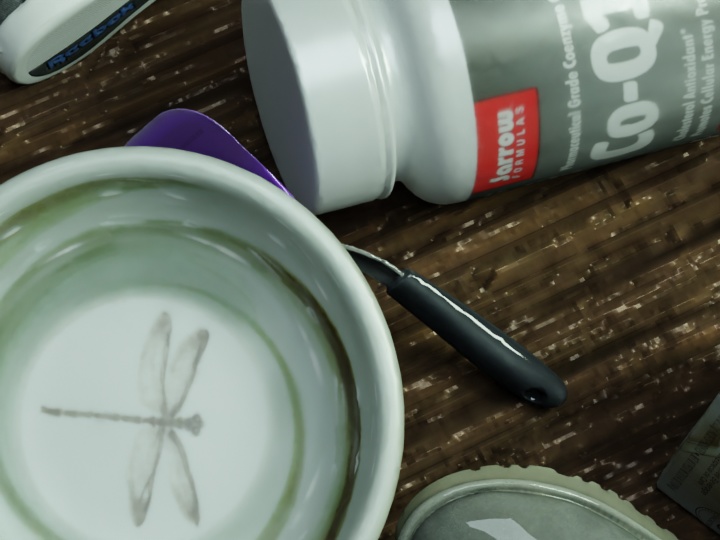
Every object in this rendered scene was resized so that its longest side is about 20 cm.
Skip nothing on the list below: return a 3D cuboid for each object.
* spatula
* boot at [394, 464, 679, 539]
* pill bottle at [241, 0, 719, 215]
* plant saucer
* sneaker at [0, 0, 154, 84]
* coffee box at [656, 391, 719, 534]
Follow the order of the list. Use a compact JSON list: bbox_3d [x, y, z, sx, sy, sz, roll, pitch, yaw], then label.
[{"bbox_3d":[0.000,0.000,1.089,0.199,0.056,0.021,30,53,-19],"label":"spatula"},{"bbox_3d":[0.101,0.158,0.981,0.181,0.073,0.200,18,27,-10],"label":"boot"},{"bbox_3d":[0.062,-0.091,1.117,0.199,0.114,0.114,-15,72,-12],"label":"pill bottle"},{"bbox_3d":[-0.082,0.056,1.062,0.199,0.050,0.202,0,86,3],"label":"plant saucer"},{"bbox_3d":[-0.092,-0.174,1.152,0.200,0.073,0.112,-35,78,-16],"label":"sneaker"},{"bbox_3d":[0.222,0.095,1.065,0.200,0.114,0.080,36,69,8],"label":"coffee box"}]
